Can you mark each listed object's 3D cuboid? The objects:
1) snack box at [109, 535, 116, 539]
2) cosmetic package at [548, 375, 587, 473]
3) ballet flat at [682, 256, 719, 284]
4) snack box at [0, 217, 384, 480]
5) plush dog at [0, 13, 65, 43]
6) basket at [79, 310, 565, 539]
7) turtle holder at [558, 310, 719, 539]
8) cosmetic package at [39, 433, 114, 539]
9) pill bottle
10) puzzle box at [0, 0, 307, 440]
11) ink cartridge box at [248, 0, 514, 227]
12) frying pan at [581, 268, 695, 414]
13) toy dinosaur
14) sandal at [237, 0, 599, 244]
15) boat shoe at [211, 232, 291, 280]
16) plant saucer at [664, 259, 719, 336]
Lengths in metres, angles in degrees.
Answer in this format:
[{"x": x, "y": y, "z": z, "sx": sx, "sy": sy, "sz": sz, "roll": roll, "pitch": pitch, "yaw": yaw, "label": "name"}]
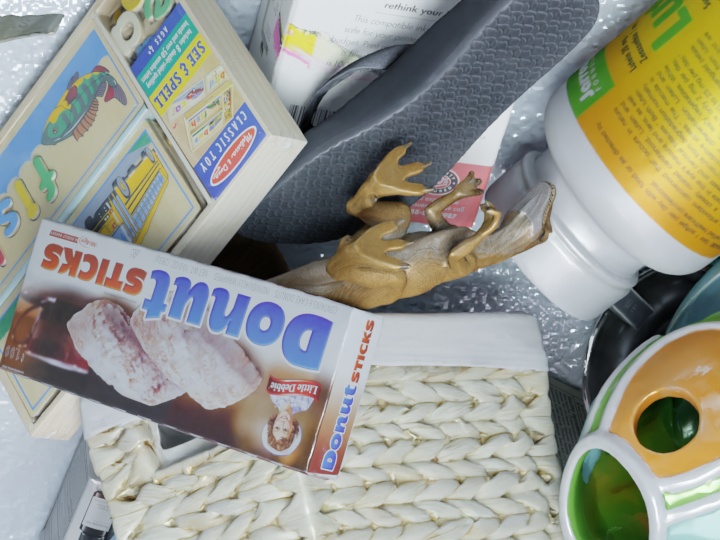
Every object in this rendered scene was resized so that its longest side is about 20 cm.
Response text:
[{"x": -0.046, "y": 0.194, "z": 1.459, "sx": 0.200, "sy": 0.068, "sz": 0.169, "roll": 26, "pitch": 127, "yaw": -24, "label": "snack box"}, {"x": 0.115, "y": 0.123, "z": 1.473, "sx": 0.200, "sy": 0.104, "sz": 0.073, "roll": 29, "pitch": 119, "yaw": -24, "label": "cosmetic package"}, {"x": 0.248, "y": 0.000, "z": 1.425, "sx": 0.199, "sy": 0.073, "sz": 0.073, "roll": -7, "pitch": 127, "yaw": -6, "label": "ballet flat"}, {"x": -0.076, "y": 0.031, "z": 1.222, "sx": 0.024, "sy": 0.200, "sz": 0.072, "roll": 19, "pitch": 87, "yaw": -48, "label": "snack box"}, {"x": -0.224, "y": -0.162, "z": 1.191, "sx": 0.160, "sy": 0.200, "sz": 0.172, "roll": -41, "pitch": 140, "yaw": -19, "label": "plush dog"}, {"x": -0.009, "y": 0.096, "z": 1.312, "sx": 0.135, "sy": 0.124, "sz": 0.200, "roll": -24, "pitch": 164, "yaw": 39, "label": "basket"}, {"x": 0.155, "y": 0.104, "z": 1.320, "sx": 0.131, "sy": 0.141, "sz": 0.186, "roll": -18, "pitch": 163, "yaw": -32, "label": "turtle holder"}, {"x": -0.062, "y": 0.147, "z": 1.497, "sx": 0.199, "sy": 0.051, "sz": 0.083, "roll": 14, "pitch": 124, "yaw": -18, "label": "cosmetic package"}, {"x": 0.157, "y": -0.069, "z": 1.331, "sx": 0.200, "sy": 0.111, "sz": 0.111, "roll": -41, "pitch": 122, "yaw": 20, "label": "pill bottle"}, {"x": -0.118, "y": -0.035, "z": 1.304, "sx": 0.025, "sy": 0.133, "sz": 0.200, "roll": 8, "pitch": 130, "yaw": -48, "label": "puzzle box"}, {"x": 0.019, "y": -0.123, "z": 1.298, "sx": 0.116, "sy": 0.068, "sz": 0.200, "roll": 8, "pitch": 126, "yaw": -14, "label": "ink cartridge box"}, {"x": 0.154, "y": 0.019, "z": 1.437, "sx": 0.115, "sy": 0.031, "sz": 0.190, "roll": -27, "pitch": 110, "yaw": -15, "label": "frying pan"}, {"x": 0.000, "y": 0.000, "z": 1.268, "sx": 0.199, "sy": 0.061, "sz": 0.106, "roll": -12, "pitch": 153, "yaw": -9, "label": "toy dinosaur"}, {"x": 0.023, "y": -0.077, "z": 1.264, "sx": 0.200, "sy": 0.043, "sz": 0.076, "roll": -38, "pitch": 145, "yaw": 22, "label": "sandal"}, {"x": -0.061, "y": 0.017, "z": 1.394, "sx": 0.072, "sy": 0.065, "sz": 0.200, "roll": -27, "pitch": 145, "yaw": -4, "label": "boat shoe"}, {"x": 0.240, "y": 0.026, "z": 1.383, "sx": 0.199, "sy": 0.027, "sz": 0.200, "roll": -7, "pitch": 141, "yaw": -5, "label": "plant saucer"}]
